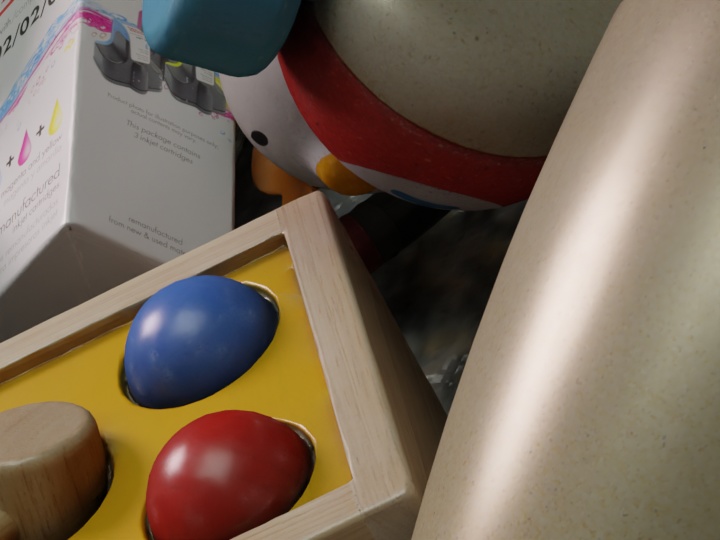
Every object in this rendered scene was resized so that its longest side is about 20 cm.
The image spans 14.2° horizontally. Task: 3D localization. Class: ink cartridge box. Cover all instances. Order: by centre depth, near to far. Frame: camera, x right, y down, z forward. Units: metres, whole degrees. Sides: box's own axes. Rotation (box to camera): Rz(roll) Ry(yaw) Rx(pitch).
[{"bbox_3d":[-0.100,-0.048,1.009,0.115,0.068,0.200,-42,35,37],"label":"ink cartridge box"}]

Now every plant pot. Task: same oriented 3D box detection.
[{"bbox_3d":[0.090,0.063,0.716,0.187,0.187,0.200,18,69,48],"label":"plant pot"}]

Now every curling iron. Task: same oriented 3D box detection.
[{"bbox_3d":[0.000,0.000,0.972,0.026,0.050,0.200,10,44,43],"label":"curling iron"}]

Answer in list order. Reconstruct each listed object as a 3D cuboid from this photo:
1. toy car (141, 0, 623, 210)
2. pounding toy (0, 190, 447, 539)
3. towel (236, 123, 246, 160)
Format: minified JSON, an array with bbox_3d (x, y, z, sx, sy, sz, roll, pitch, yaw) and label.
[{"bbox_3d":[0.009,-0.069,0.905,0.200,0.184,0.177,126,154,-51],"label":"toy car"},{"bbox_3d":[-0.074,0.086,0.815,0.200,0.142,0.184,-25,33,5],"label":"pounding toy"},{"bbox_3d":[-0.117,-0.076,1.163,0.192,0.035,0.200,-11,38,25],"label":"towel"}]
